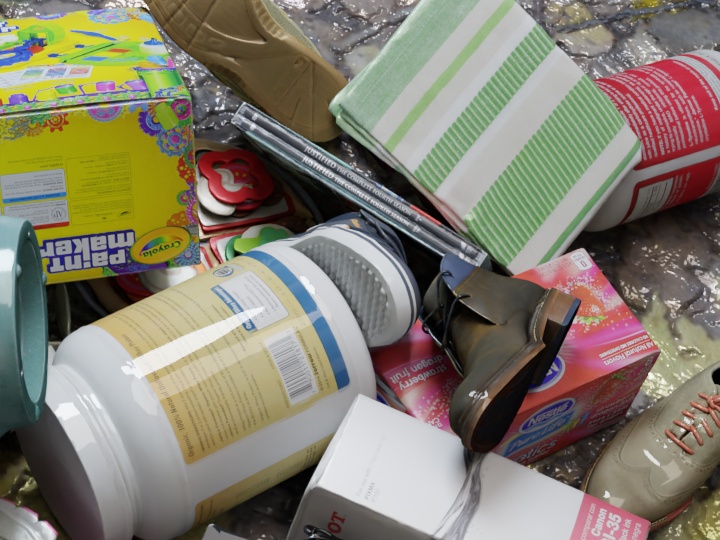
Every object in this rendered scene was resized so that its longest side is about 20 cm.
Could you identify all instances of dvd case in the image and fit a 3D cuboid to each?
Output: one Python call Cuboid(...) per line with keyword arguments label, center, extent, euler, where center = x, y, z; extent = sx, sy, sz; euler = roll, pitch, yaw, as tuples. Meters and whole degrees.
Cuboid(label="dvd case", center=(0.005, -0.050, 1.356), extent=(0.200, 0.146, 0.022), euler=(33, 89, 7))

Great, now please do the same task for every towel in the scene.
Cuboid(label="towel", center=(0.095, -0.102, 1.349), extent=(0.200, 0.023, 0.153), euler=(43, 81, -14))

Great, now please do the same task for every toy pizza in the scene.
Cuboid(label="toy pizza", center=(-0.116, -0.025, 1.366), extent=(0.199, 0.032, 0.201), euler=(8, 51, -10))

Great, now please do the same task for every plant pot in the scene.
Cuboid(label="plant pot", center=(-0.251, 0.032, 1.083), extent=(0.134, 0.201, 0.201), euler=(-3, 52, -1))

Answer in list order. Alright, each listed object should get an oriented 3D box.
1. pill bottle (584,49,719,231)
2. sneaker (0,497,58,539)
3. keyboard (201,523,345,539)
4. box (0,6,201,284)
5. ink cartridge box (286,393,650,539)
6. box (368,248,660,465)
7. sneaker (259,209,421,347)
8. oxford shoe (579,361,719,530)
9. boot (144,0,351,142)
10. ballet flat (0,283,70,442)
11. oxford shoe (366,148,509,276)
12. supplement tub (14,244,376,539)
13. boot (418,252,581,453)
Cuboid(label="pill bottle", center=(0.204, -0.095, 1.459), extent=(0.199, 0.112, 0.112), euler=(-18, 59, -27))
Cuboid(label="sneaker", center=(-0.202, 0.219, 1.117), extent=(0.088, 0.081, 0.200), euler=(-24, 62, -32))
Cuboid(label="keyboard", center=(-0.007, 0.208, 1.150), extent=(0.199, 0.127, 0.021), euler=(23, 40, 4))
Cuboid(label="box", center=(-0.222, -0.084, 1.263), extent=(0.199, 0.122, 0.193), euler=(-7, 27, -12))
Cuboid(label="ink cartridge box", center=(0.058, 0.180, 1.178), extent=(0.199, 0.147, 0.083), euler=(24, 50, 3))
Cuboid(label="box", center=(0.093, 0.076, 1.303), extent=(0.200, 0.096, 0.100), euler=(-20, 61, -28))
Cuboid(label="sneaker", center=(0.000, 0.000, 1.256), extent=(0.079, 0.200, 0.079), euler=(-18, 104, -25))
Cuboid(label="oxford shoe", center=(0.225, 0.110, 1.317), extent=(0.070, 0.075, 0.200), euler=(41, 53, 17))
Cuboid(label="boot", center=(-0.086, -0.170, 1.398), extent=(0.200, 0.155, 0.073), euler=(41, 90, -3))
Cuboid(label="ballet flat", center=(-0.227, 0.051, 1.255), extent=(0.068, 0.068, 0.200), euler=(16, 50, -14))
Cuboid(label="oxford shoe", center=(0.071, -0.080, 1.423), extent=(0.075, 0.070, 0.200), euler=(-36, 69, -12))
Cuboid(label="supplement tub", center=(-0.106, 0.082, 1.205), extent=(0.200, 0.145, 0.145), euler=(-25, 63, -26))
Cuboid(label="boot", center=(0.066, 0.048, 1.189), extent=(0.097, 0.075, 0.200), euler=(27, 24, 11))
